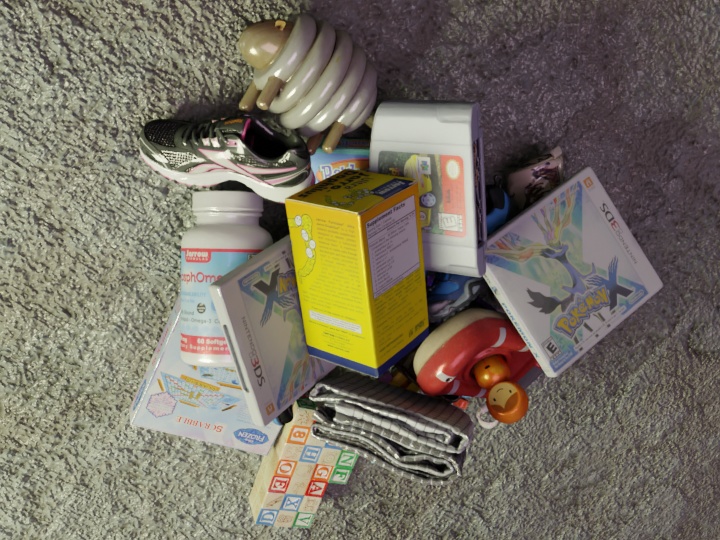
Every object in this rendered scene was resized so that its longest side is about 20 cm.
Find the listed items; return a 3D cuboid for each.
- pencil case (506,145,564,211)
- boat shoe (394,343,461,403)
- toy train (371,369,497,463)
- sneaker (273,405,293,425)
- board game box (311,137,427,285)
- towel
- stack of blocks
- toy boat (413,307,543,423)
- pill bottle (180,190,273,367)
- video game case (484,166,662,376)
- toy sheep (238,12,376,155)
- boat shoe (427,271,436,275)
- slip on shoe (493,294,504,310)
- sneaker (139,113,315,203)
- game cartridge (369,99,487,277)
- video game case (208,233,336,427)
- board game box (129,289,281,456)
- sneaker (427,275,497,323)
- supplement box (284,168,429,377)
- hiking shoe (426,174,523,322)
[{"bbox_3d":[0.254,-0.056,1.055,0.089,0.078,0.200,-15,94,36],"label":"pencil case"},{"bbox_3d":[0.066,0.104,1.084,0.202,0.075,0.075,40,88,-10],"label":"boat shoe"},{"bbox_3d":[0.094,0.198,1.163,0.200,0.056,0.151,-18,98,-7],"label":"toy train"},{"bbox_3d":[-0.083,0.109,1.021,0.083,0.071,0.200,6,106,-15],"label":"sneaker"},{"bbox_3d":[0.011,-0.062,1.002,0.152,0.045,0.200,4,116,7],"label":"board game box"},{"bbox_3d":[0.039,0.199,1.009,0.200,0.166,0.086,16,91,11],"label":"towel"},{"bbox_3d":[-0.074,0.272,1.156,0.115,0.059,0.200,13,109,-24],"label":"stack of blocks"},{"bbox_3d":[0.165,0.132,1.004,0.200,0.131,0.131,11,129,-37],"label":"toy boat"},{"bbox_3d":[-0.158,0.009,0.949,0.108,0.109,0.201,0,91,-18],"label":"pill bottle"},{"bbox_3d":[0.257,-0.001,0.985,0.200,0.022,0.183,-35,95,-18],"label":"video game case"},{"bbox_3d":[-0.049,-0.208,0.896,0.200,0.138,0.138,32,101,-31],"label":"toy sheep"},{"bbox_3d":[0.090,-0.095,1.034,0.071,0.064,0.200,11,118,15],"label":"boat shoe"},{"bbox_3d":[0.271,-0.014,1.131,0.074,0.061,0.200,45,108,5],"label":"slip on shoe"},{"bbox_3d":[-0.145,-0.143,0.889,0.199,0.080,0.086,10,147,-1],"label":"sneaker"},{"bbox_3d":[0.075,-0.092,0.909,0.041,0.133,0.200,-35,126,-47],"label":"game cartridge"},{"bbox_3d":[-0.077,0.054,0.944,0.200,0.022,0.183,-37,122,-42],"label":"video game case"},{"bbox_3d":[-0.176,0.136,1.066,0.200,0.041,0.200,20,105,-25],"label":"board game box"},{"bbox_3d":[0.141,0.056,1.099,0.200,0.100,0.070,30,100,-28],"label":"sneaker"},{"bbox_3d":[0.000,0.000,0.913,0.109,0.109,0.200,-33,126,-43],"label":"supplement box"},{"bbox_3d":[0.126,-0.022,1.003,0.200,0.074,0.087,-47,106,-17],"label":"hiking shoe"}]
